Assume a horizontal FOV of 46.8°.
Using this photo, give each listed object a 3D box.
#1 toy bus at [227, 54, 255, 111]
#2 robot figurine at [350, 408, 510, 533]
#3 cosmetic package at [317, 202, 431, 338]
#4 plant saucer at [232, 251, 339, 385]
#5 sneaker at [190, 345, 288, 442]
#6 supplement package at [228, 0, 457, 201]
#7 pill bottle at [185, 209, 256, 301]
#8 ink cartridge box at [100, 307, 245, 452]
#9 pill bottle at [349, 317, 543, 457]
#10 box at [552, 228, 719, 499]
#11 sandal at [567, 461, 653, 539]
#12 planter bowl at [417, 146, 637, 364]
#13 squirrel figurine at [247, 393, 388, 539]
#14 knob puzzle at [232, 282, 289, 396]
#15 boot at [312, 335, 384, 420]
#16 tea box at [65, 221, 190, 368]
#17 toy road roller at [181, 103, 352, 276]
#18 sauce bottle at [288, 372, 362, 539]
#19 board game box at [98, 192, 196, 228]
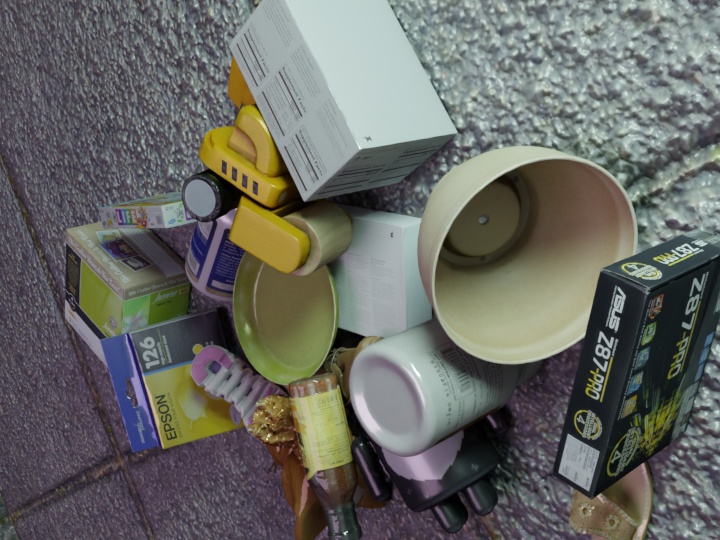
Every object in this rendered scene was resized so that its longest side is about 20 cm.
[{"bbox_3d":[-0.092,-0.207,1.045,0.200,0.078,0.065,42,133,31],"label":"toy bus"},{"bbox_3d":[0.081,0.198,0.963,0.200,0.150,0.125,60,151,13],"label":"robot figurine"},{"bbox_3d":[0.000,0.000,1.040,0.200,0.052,0.151,15,116,44],"label":"cosmetic package"},{"bbox_3d":[-0.092,0.046,1.075,0.200,0.031,0.200,3,95,43],"label":"plant saucer"},{"bbox_3d":[-0.166,0.191,1.283,0.200,0.088,0.081,40,88,8],"label":"sneaker"},{"bbox_3d":[-0.019,-0.197,0.906,0.111,0.156,0.200,-36,76,46],"label":"supplement package"},{"bbox_3d":[-0.168,-0.061,1.155,0.116,0.116,0.200,49,135,24],"label":"pill bottle"},{"bbox_3d":[-0.300,0.180,1.342,0.047,0.200,0.198,-159,53,-83],"label":"ink cartridge box"},{"bbox_3d":[0.095,0.102,0.855,0.114,0.200,0.115,20,118,42],"label":"pill bottle"},{"bbox_3d":[0.243,0.077,0.711,0.049,0.161,0.200,27,121,39],"label":"box"},{"bbox_3d":[0.246,0.261,0.845,0.078,0.070,0.212,10,111,46],"label":"sandal"},{"bbox_3d":[0.137,-0.032,0.789,0.135,0.200,0.201,-124,35,-59],"label":"planter bowl"},{"bbox_3d":[-0.074,0.236,1.134,0.187,0.141,0.200,43,151,45],"label":"squirrel figurine"},{"bbox_3d":[-0.095,0.118,1.201,0.220,0.030,0.220,35,141,34],"label":"knob puzzle"},{"bbox_3d":[-0.020,0.125,1.039,0.075,0.074,0.200,37,150,7],"label":"boot"},{"bbox_3d":[-0.409,0.042,1.448,0.200,0.133,0.197,38,130,33],"label":"tea box"},{"bbox_3d":[-0.094,-0.102,0.951,0.200,0.123,0.146,34,120,14],"label":"toy road roller"},{"bbox_3d":[-0.039,0.226,0.998,0.066,0.066,0.200,-15,85,50],"label":"sauce bottle"},{"bbox_3d":[-0.291,-0.094,1.267,0.200,0.134,0.034,3,106,47],"label":"board game box"}]
